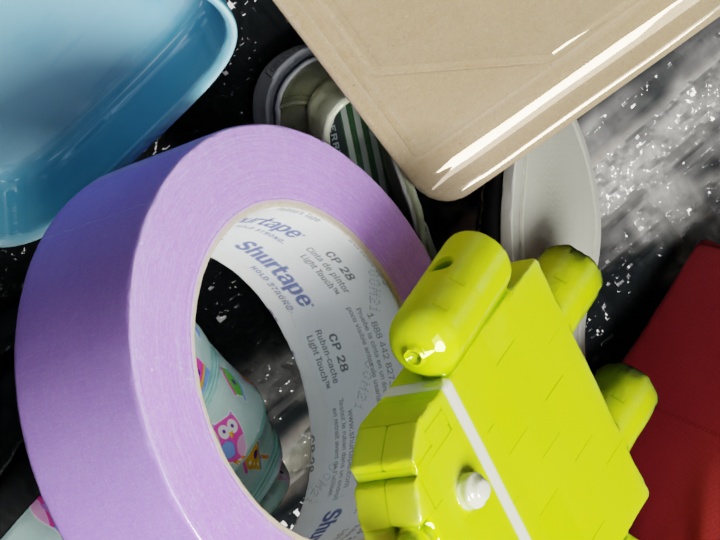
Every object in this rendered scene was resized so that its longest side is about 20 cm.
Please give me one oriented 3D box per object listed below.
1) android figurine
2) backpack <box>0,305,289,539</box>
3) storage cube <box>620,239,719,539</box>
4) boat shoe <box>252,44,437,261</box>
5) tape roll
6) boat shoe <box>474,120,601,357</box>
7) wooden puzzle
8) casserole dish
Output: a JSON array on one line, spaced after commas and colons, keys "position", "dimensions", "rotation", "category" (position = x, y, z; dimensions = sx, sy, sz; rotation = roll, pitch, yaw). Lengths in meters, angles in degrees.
[{"position": [0.060, 0.080, 1.134], "dimensions": [0.200, 0.041, 0.183], "rotation": [-50, 122, -48], "category": "android figurine"}, {"position": [-0.130, 0.100, 1.171], "dimensions": [0.200, 0.167, 0.127], "rotation": [-46, 121, -16], "category": "backpack"}, {"position": [0.205, 0.116, 1.266], "dimensions": [0.200, 0.180, 0.171], "rotation": [41, 80, -34], "category": "storage cube"}, {"position": [0.000, 0.000, 1.225], "dimensions": [0.072, 0.062, 0.201], "rotation": [-24, 119, -11], "category": "boat shoe"}, {"position": [-0.041, 0.047, 1.110], "dimensions": [0.200, 0.065, 0.201], "rotation": [22, 60, -44], "category": "tape roll"}, {"position": [0.067, 0.019, 1.239], "dimensions": [0.074, 0.060, 0.201], "rotation": [1, 84, -52], "category": "boat shoe"}, {"position": [0.062, -0.131, 1.109], "dimensions": [0.185, 0.037, 0.200], "rotation": [-36, 144, 3], "category": "wooden puzzle"}, {"position": [-0.134, -0.082, 1.109], "dimensions": [0.121, 0.039, 0.200], "rotation": [25, 132, -29], "category": "casserole dish"}]
